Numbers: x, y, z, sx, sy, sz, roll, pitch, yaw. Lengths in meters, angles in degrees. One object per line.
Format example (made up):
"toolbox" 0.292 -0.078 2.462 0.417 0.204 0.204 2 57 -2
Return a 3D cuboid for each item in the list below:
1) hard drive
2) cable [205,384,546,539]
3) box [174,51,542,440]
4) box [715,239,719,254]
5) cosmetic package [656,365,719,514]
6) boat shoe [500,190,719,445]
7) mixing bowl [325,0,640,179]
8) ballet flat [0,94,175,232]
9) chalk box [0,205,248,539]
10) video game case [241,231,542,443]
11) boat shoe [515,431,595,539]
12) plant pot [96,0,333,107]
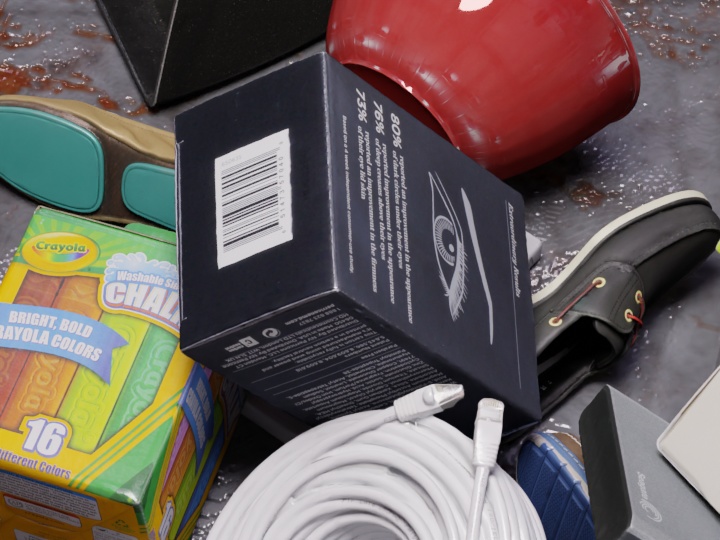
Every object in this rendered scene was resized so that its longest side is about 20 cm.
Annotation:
"hard drive" 0.203 0.152 1.512 0.200 0.033 0.140 32 23 -16
"cable" 0.003 0.171 1.510 0.199 0.069 0.201 -14 64 27
"box" 0.000 0.000 1.558 0.104 0.200 0.149 -21 55 28
"box" 0.308 0.023 1.619 0.200 0.048 0.122 42 30 26
"cosmetic package" 0.253 0.102 1.546 0.105 0.071 0.200 46 20 25
"boat shoe" 0.132 0.028 1.665 0.201 0.074 0.063 -34 54 -16
"mixing bowl" 0.054 -0.122 1.707 0.200 0.200 0.108 33 68 20
"ballet flat" -0.137 -0.061 1.735 0.199 0.069 0.063 21 29 19
"chalk box" -0.135 0.054 1.594 0.124 0.124 0.201 14 61 12
"video game case" -0.008 0.014 1.706 0.143 0.018 0.200 33 60 21
"boat shoe" 0.160 0.161 1.579 0.072 0.072 0.200 -20 59 -30
"plant pot" -0.068 -0.247 1.801 0.177 0.200 0.200 -10 53 -25
